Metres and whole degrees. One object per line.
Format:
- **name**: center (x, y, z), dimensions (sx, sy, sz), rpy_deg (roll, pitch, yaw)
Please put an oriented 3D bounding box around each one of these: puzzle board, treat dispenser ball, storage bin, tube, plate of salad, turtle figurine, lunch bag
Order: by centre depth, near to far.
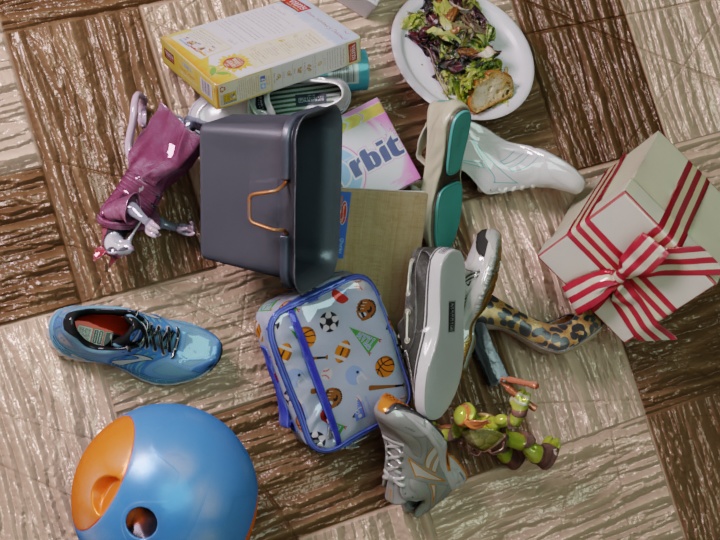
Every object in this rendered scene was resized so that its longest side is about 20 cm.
- **treat dispenser ball**: center (-0.209, 0.244, 1.443), dimensions (0.200, 0.201, 0.202), rpy_deg (4, 78, -18)
- **storage bin**: center (-0.109, -0.085, 1.507), dimensions (0.134, 0.145, 0.201), rpy_deg (7, 107, 22)
- **lunch bag**: center (-0.033, 0.111, 1.576), dimensions (0.160, 0.075, 0.201), rpy_deg (-25, 106, -22)
- **turtle figurine**: center (0.166, 0.193, 1.608), dimensions (0.161, 0.200, 0.065), rpy_deg (31, 48, -35)
- **puzzle board**: center (0.000, 0.000, 1.619), dimensions (0.150, 0.017, 0.201), rpy_deg (1, 103, -24)
- **tube**: center (-0.089, -0.243, 1.664), dimensions (0.199, 0.050, 0.078), rpy_deg (-4, 73, -11)
- **plate of salad**: center (0.136, -0.285, 1.730), dimensions (0.199, 0.048, 0.201), rpy_deg (8, 63, -15)

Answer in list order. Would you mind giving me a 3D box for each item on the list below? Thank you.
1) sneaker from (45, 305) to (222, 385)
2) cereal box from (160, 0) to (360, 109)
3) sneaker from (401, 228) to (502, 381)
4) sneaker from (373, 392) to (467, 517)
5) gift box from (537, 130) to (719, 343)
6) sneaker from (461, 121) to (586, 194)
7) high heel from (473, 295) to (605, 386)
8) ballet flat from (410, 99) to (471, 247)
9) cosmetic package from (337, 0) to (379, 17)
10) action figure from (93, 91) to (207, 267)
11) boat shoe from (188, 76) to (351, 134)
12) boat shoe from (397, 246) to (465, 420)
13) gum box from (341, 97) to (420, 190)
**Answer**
- **sneaker**: center (-0.251, 0.082, 1.520), dimensions (0.199, 0.090, 0.079), rpy_deg (9, 77, -18)
- **cereal box**: center (-0.118, -0.264, 1.608), dimensions (0.199, 0.144, 0.040), rpy_deg (-21, 131, -25)
- **sneaker**: center (0.108, 0.037, 1.627), dimensions (0.087, 0.076, 0.201), rpy_deg (21, 91, 15)
- **sneaker**: center (0.056, 0.224, 1.567), dimensions (0.092, 0.076, 0.200), rpy_deg (-47, 135, -13)
- **gift box**: center (0.362, -0.031, 1.677), dimensions (0.200, 0.185, 0.187), rpy_deg (41, 44, -2)
- **sneaker**: center (0.190, -0.129, 1.729), dimensions (0.199, 0.070, 0.081), rpy_deg (20, 89, -1)
- **high heel**: center (0.217, 0.043, 1.700), dimensions (0.199, 0.071, 0.143), rpy_deg (-24, 90, -16)
- **ballet flat**: center (0.095, -0.119, 1.681), dimensions (0.069, 0.069, 0.201), rpy_deg (2, 111, -19)
- **cosmetic package**: center (-0.053, -0.412, 1.705), dimensions (0.199, 0.051, 0.083), rpy_deg (29, 71, -12)
- **action figure**: center (-0.253, -0.098, 1.535), dimensions (0.149, 0.134, 0.200), rpy_deg (33, 81, 7)
- **boat shoe**: center (-0.111, -0.202, 1.604), dimensions (0.199, 0.067, 0.074), rpy_deg (-14, 88, 1)
- **boat shoe**: center (0.080, 0.072, 1.575), dimensions (0.071, 0.063, 0.201), rpy_deg (8, 88, -51)
- **gum box**: center (-0.042, -0.113, 1.642), dimensions (0.200, 0.066, 0.114), rpy_deg (-29, 91, -21)
